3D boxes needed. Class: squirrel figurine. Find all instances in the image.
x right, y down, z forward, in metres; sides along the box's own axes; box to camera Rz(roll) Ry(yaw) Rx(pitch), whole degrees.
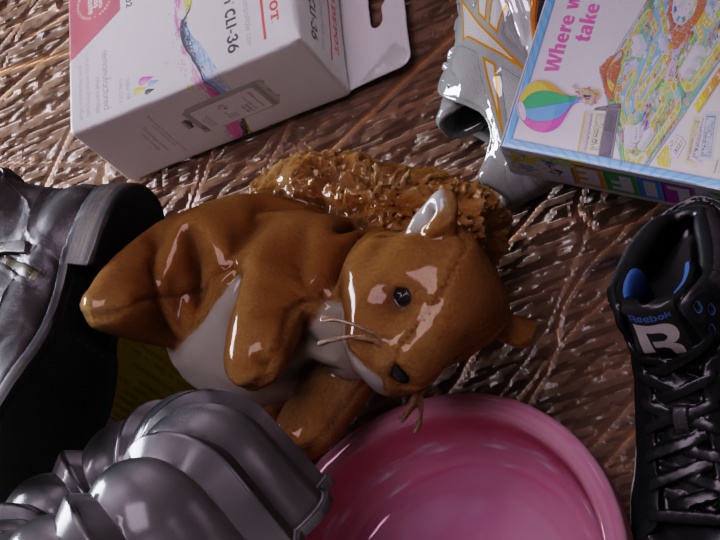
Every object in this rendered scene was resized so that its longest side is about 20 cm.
[{"bbox_3d":[0.000,0.000,0.996,0.186,0.142,0.200,-13,29,41],"label":"squirrel figurine"}]

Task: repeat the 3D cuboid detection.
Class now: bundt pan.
[{"bbox_3d":[-0.114,0.122,0.902,0.201,0.076,0.202,-33,8,5],"label":"bundt pan"}]

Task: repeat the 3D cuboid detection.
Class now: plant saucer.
[{"bbox_3d":[0.044,0.161,0.970,0.199,0.051,0.202,-14,58,24],"label":"plant saucer"}]

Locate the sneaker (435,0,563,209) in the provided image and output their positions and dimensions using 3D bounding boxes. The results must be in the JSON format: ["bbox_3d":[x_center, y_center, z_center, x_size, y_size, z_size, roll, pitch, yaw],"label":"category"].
[{"bbox_3d":[0.071,-0.123,1.092,0.092,0.076,0.201,-32,52,17],"label":"sneaker"}]

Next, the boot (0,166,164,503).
[{"bbox_3d":[-0.201,0.024,1.045,0.173,0.069,0.201,7,62,35],"label":"boot"}]

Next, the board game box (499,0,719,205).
[{"bbox_3d":[0.162,-0.133,1.000,0.133,0.034,0.202,13,74,20],"label":"board game box"}]

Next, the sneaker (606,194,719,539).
[{"bbox_3d":[0.145,0.062,0.924,0.072,0.112,0.202,-6,63,29],"label":"sneaker"}]

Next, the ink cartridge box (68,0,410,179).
[{"bbox_3d":[-0.075,-0.147,1.190,0.199,0.067,0.117,-20,57,21],"label":"ink cartridge box"}]

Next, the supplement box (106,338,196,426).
[{"bbox_3d":[-0.165,0.095,1.090,0.109,0.109,0.202,-6,62,28],"label":"supplement box"}]
